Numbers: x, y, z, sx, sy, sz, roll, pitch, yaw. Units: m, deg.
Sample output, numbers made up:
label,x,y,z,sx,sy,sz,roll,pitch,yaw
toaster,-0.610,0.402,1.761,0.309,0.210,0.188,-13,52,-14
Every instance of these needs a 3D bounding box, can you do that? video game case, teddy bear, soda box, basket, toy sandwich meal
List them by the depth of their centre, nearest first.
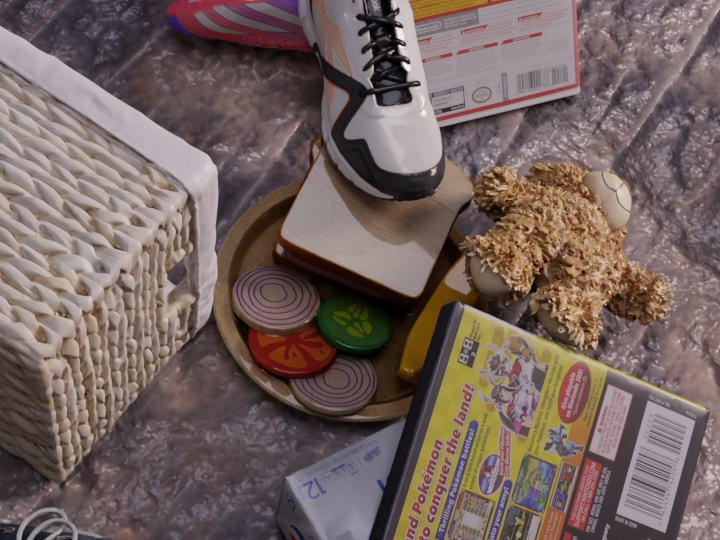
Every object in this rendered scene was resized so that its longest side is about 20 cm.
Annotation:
label,x,y,z,sx,sy,sz,roll,pitch,yaw
video game case,0.100,0.144,0.950,0.179,0.025,0.202,23,75,-15
basket,-0.204,-0.009,0.958,0.199,0.199,0.161,31,63,9
soda box,0.050,0.124,0.992,0.199,0.064,0.069,-25,67,-22
teddy bear,0.132,-0.017,1.038,0.145,0.067,0.199,39,30,23
toy sandwich meal,0.000,0.000,1.056,0.203,0.070,0.207,4,58,-7
video game case,0.085,-0.206,1.136,0.142,0.202,0.017,-14,26,-17

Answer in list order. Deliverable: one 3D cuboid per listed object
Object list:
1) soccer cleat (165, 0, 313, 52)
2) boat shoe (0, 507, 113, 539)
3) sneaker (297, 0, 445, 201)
label,x,y,z,sx,sy,sz,roll,pitch,yaw
soccer cleat,-0.039,-0.181,1.169,0.198,0.077,0.067,-9,23,1
boat shoe,-0.175,0.179,0.924,0.198,0.062,0.075,15,59,1
sneaker,0.006,-0.136,1.053,0.073,0.080,0.202,-11,62,-18
